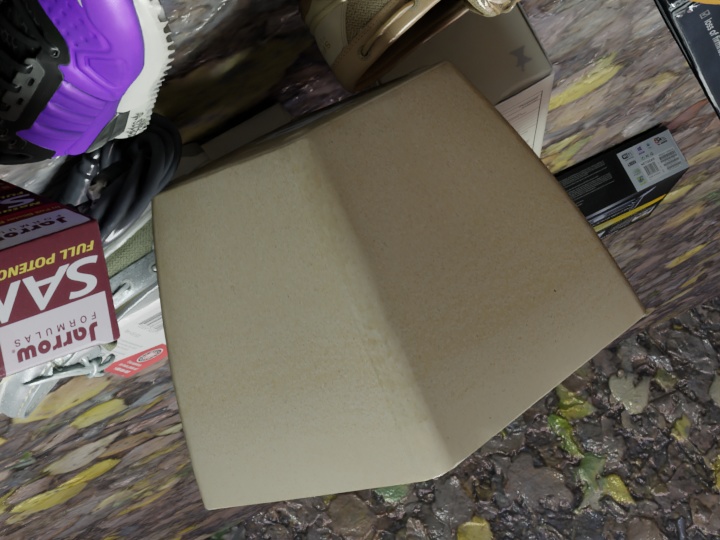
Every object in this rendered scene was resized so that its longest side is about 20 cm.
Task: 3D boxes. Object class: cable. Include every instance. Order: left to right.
[{"bbox_3d":[-0.179,-0.023,0.957,0.163,0.051,0.200,-51,-165,-24],"label":"cable"}]

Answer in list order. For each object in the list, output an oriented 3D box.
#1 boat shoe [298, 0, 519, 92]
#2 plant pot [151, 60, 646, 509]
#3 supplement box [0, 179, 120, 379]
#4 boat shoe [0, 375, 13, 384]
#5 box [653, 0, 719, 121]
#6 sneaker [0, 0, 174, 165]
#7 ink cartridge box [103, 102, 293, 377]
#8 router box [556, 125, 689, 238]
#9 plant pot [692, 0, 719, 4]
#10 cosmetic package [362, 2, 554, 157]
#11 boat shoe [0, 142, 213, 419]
[{"bbox_3d":[0.065,-0.168,0.934,0.199,0.065,0.071,-31,167,13],"label":"boat shoe"},{"bbox_3d":[0.000,0.000,0.944,0.199,0.178,0.200,-16,-167,47],"label":"plant pot"},{"bbox_3d":[-0.206,-0.001,0.790,0.108,0.061,0.200,-21,-156,-31],"label":"supplement box"},{"bbox_3d":[-0.267,0.039,0.895,0.201,0.074,0.063,5,-154,39],"label":"boat shoe"},{"bbox_3d":[0.264,-0.198,1.001,0.196,0.124,0.200,-29,151,11],"label":"box"},{"bbox_3d":[-0.145,-0.095,0.769,0.099,0.070,0.200,-21,166,-17],"label":"sneaker"},{"bbox_3d":[-0.106,-0.016,1.134,0.199,0.083,0.147,-28,168,4],"label":"ink cartridge box"},{"bbox_3d":[0.217,-0.059,1.722,0.199,0.052,0.157,-25,168,-12],"label":"router box"},{"bbox_3d":[0.201,-0.211,0.794,0.199,0.201,0.183,-24,179,-18],"label":"plant pot"},{"bbox_3d":[0.059,-0.110,1.101,0.103,0.088,0.200,-26,169,-4],"label":"cosmetic package"},{"bbox_3d":[-0.147,0.016,1.023,0.202,0.065,0.074,-48,178,0],"label":"boat shoe"}]
